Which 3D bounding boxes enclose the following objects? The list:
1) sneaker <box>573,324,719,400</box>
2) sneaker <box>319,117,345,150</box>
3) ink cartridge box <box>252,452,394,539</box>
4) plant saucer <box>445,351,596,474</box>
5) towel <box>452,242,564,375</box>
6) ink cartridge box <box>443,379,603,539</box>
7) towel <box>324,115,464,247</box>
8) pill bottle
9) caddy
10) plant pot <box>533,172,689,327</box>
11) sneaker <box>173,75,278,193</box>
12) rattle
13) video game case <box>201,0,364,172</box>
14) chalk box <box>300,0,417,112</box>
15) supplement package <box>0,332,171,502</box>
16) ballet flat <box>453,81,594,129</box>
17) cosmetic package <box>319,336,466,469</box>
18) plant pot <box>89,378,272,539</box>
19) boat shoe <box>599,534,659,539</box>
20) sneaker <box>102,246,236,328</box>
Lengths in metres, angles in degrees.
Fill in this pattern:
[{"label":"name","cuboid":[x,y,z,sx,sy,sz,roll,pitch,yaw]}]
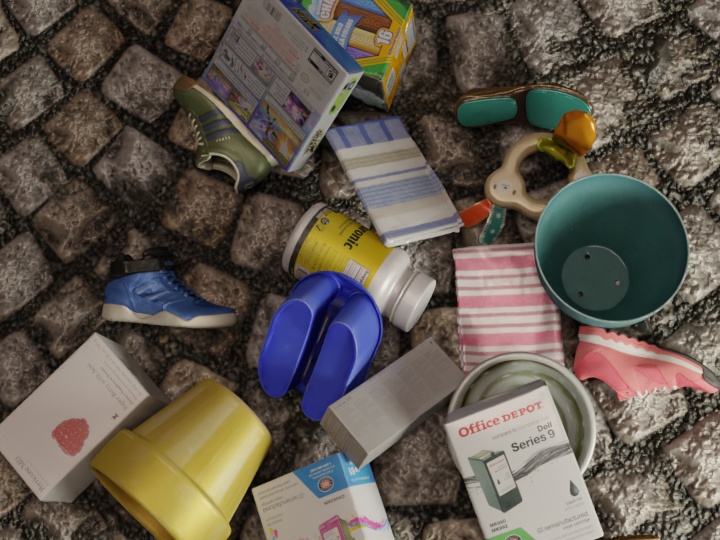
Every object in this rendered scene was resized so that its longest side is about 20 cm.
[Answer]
[{"label":"sneaker","cuboid":[0.379,0.139,1.500,0.198,0.074,0.088,19,91,16]},{"label":"sneaker","cuboid":[-0.094,-0.217,1.637,0.200,0.067,0.090,44,102,7]},{"label":"ink cartridge box","cuboid":[-0.038,0.355,1.462,0.143,0.084,0.202,-25,76,20]},{"label":"plant saucer","cuboid":[0.213,0.209,1.493,0.197,0.050,0.203,0,89,7]},{"label":"towel","cuboid":[0.205,0.060,1.548,0.144,0.030,0.203,-4,77,5]},{"label":"ink cartridge box","cuboid":[0.204,0.259,1.425,0.144,0.084,0.202,-22,87,6]},{"label":"towel","cuboid":[0.046,-0.126,1.568,0.146,0.024,0.202,-14,66,-36]},{"label":"pill bottle","cuboid":[0.000,0.000,1.545,0.198,0.111,0.112,31,82,12]},{"label":"caddy","cuboid":[-0.052,0.099,1.502,0.140,0.105,0.202,28,120,12]},{"label":"plant pot","cuboid":[0.324,-0.009,1.492,0.197,0.135,0.203,-1,71,2]},{"label":"sneaker","cuboid":[-0.216,-0.193,1.628,0.200,0.067,0.090,40,78,11]},{"label":"rattle","cuboid":[0.229,-0.122,1.537,0.198,0.143,0.132,-23,94,-6]},{"label":"video game case","cuboid":[-0.111,-0.272,1.549,0.200,0.045,0.182,48,126,15]},{"label":"chalk box","cuboid":[-0.032,-0.336,1.620,0.198,0.125,0.125,22,80,10]},{"label":"supplement package","cuboid":[-0.381,0.205,1.536,0.200,0.120,0.121,-44,77,-4]},{"label":"ballet flat","cuboid":[0.232,-0.240,1.599,0.197,0.069,0.073,-3,32,10]},{"label":"cosmetic package","cuboid":[0.046,0.173,1.479,0.199,0.051,0.083,-30,70,-35]},{"label":"plant pot","cuboid":[-0.223,0.255,1.481,0.200,0.201,0.189,37,67,13]},{"label":"boat shoe","cuboid":[0.294,0.389,1.445,0.197,0.071,0.070,-17,76,11]},{"label":"sneaker","cuboid":[-0.268,0.023,1.587,0.197,0.077,0.113,5,87,14]}]
